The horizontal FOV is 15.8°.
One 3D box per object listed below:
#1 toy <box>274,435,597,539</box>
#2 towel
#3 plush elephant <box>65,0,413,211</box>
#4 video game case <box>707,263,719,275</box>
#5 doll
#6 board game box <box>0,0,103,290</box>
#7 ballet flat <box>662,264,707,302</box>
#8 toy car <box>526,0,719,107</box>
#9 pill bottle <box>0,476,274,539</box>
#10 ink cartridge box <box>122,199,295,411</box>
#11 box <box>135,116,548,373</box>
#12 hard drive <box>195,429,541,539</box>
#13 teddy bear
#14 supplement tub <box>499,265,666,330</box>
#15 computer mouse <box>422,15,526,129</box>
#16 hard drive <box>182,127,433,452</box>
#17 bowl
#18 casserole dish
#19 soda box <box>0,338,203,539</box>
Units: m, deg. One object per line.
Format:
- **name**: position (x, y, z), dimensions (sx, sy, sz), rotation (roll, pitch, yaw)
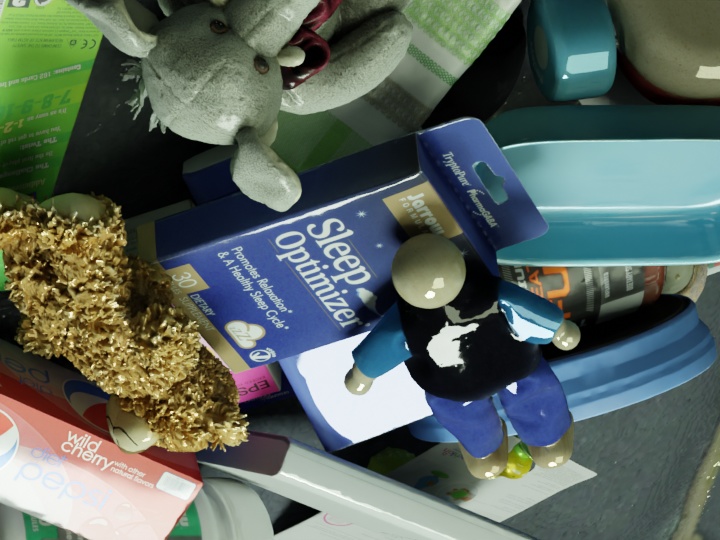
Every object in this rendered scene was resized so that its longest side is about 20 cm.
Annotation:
- **toy**: position (0.044, 0.140, 1.711), dimensions (0.115, 0.047, 0.199), rotation (25, 140, -39)
- **towel**: position (-0.003, -0.146, 1.378), dimensions (0.149, 0.031, 0.200), rotation (36, 106, -11)
- **plush elephant**: position (-0.056, -0.125, 1.291), dimensions (0.164, 0.155, 0.200), rotation (39, 108, -15)
- **video game case**: position (0.278, -0.089, 1.715), dimensions (0.181, 0.023, 0.201), rotation (-17, 137, -24)
- **doll**: position (0.057, 0.048, 1.429), dimensions (0.136, 0.049, 0.200), rotation (-10, 144, 13)
- **board game box**: position (-0.198, -0.072, 1.365), dimensions (0.095, 0.030, 0.201), rotation (-2, 126, -35)
- **ballet flat**: position (0.184, -0.034, 1.653), dimensions (0.067, 0.068, 0.201), rotation (-65, 154, -45)
- **toy car**: position (0.164, -0.154, 1.498), dimensions (0.183, 0.178, 0.200), rotation (-10, 163, -12)
- **pill bottle**: position (-0.157, 0.170, 1.558), dimensions (0.199, 0.113, 0.114), rotation (4, 125, -40)
- **ink cartridge box**: position (-0.108, 0.041, 1.514), dimensions (0.094, 0.037, 0.200), rotation (-17, 142, 8)
- **box**: position (-0.007, -0.012, 1.407), dimensions (0.199, 0.033, 0.121), rotation (-19, 142, 15)
- **hard drive**: position (0.008, 0.142, 1.596), dimensions (0.199, 0.132, 0.027), rotation (24, 80, -26)
- **teddy bear**: position (-0.138, 0.030, 1.380), dimensions (0.067, 0.144, 0.201), rotation (-59, 149, -30)
- **supplement tub**: position (0.077, 0.000, 1.573), dimensions (0.199, 0.107, 0.107), rotation (-18, 137, -14)
- **computer mouse**: position (0.011, -0.082, 1.499), dimensions (0.199, 0.046, 0.141), rotation (-4, 128, -35)
- **hard drive**: position (0.000, 0.000, 1.479), dimensions (0.131, 0.025, 0.201), rotation (-21, 118, 10)
- **bowl**: position (0.121, 0.058, 1.621), dimensions (0.200, 0.200, 0.040), rotation (-18, 98, -23)
- **casserole dish**: position (0.141, -0.050, 1.432), dimensions (0.198, 0.039, 0.121), rotation (-1, 146, -3)
- **soda box**: position (-0.189, 0.087, 1.441), dimensions (0.199, 0.070, 0.064), rotation (27, 110, -26)
